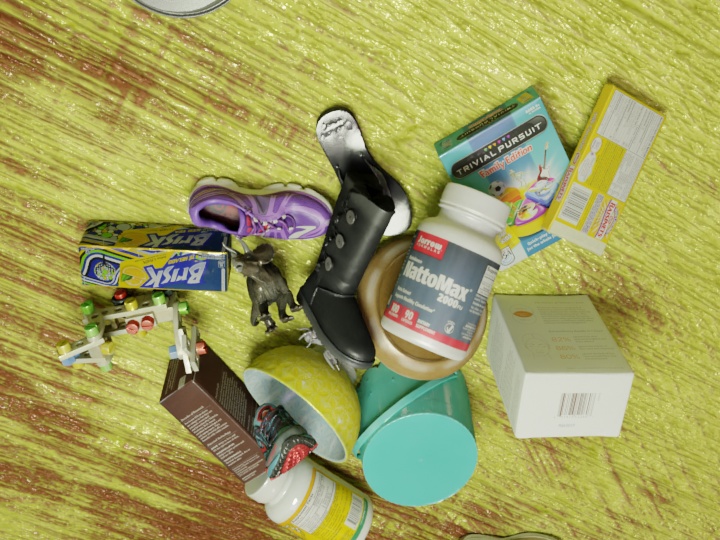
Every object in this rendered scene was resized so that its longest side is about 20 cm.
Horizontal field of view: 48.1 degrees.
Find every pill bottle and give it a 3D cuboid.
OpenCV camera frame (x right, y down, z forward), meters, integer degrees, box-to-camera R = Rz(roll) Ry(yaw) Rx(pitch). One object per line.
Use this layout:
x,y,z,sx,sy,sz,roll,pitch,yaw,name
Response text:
-0.085,0.371,1.304,0.199,0.114,0.113,37,111,-22,pill bottle
0.113,-0.001,1.028,0.117,0.119,0.204,21,91,-15,pill bottle

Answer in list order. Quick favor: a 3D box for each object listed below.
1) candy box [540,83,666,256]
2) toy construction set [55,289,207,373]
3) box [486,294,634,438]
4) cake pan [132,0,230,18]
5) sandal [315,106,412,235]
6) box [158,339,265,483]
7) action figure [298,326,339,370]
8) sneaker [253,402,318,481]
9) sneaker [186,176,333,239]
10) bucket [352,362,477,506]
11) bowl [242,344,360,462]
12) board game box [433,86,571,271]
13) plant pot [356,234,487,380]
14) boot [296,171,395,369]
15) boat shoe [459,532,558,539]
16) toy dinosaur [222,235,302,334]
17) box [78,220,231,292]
0.320,-0.130,1.063,0.101,0.026,0.204,19,99,-28,candy box
-0.309,0.083,1.116,0.195,0.132,0.094,3,120,-6,toy construction set
0.274,0.130,1.145,0.148,0.201,0.109,0,119,-4,box
-0.213,-0.387,0.914,0.195,0.037,0.204,-2,119,-3,cake pan
0.002,-0.121,1.075,0.075,0.043,0.201,-30,117,13,sandal
-0.207,0.215,1.215,0.074,0.101,0.201,-30,117,14,box
0.004,0.063,1.145,0.196,0.132,0.070,-18,160,-9,action figure
-0.120,0.233,1.124,0.079,0.200,0.096,-35,83,-17,sneaker
-0.133,-0.066,1.073,0.195,0.084,0.082,4,120,-8,sneaker
0.082,0.245,1.233,0.202,0.136,0.212,-2,118,-4,bucket
-0.067,0.174,1.186,0.108,0.198,0.202,-49,120,-26,bowl
0.210,-0.118,1.089,0.149,0.047,0.202,-28,118,11,board game box
0.091,0.048,1.114,0.195,0.027,0.205,3,81,-16,plant pot
-0.001,-0.001,1.038,0.065,0.165,0.203,0,126,-46,boot
0.271,0.516,1.437,0.195,0.067,0.076,0,120,-4,boat shoe
-0.129,0.024,1.112,0.075,0.104,0.200,-18,164,-7,toy dinosaur
-0.275,-0.019,1.096,0.195,0.071,0.066,2,122,-5,box
